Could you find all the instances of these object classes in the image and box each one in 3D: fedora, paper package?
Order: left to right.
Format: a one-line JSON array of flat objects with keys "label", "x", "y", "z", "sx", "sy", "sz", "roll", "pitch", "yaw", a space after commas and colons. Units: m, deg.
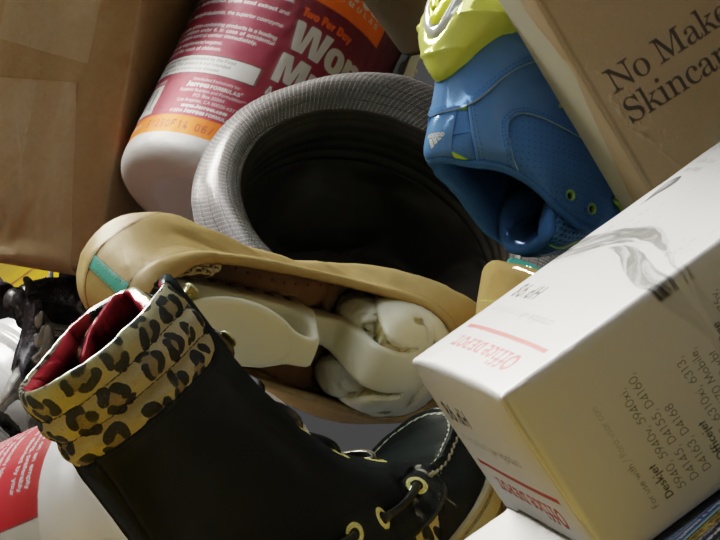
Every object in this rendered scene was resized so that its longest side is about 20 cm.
[{"label": "paper package", "x": -0.129, "y": -0.105, "z": 1.449, "sx": 0.103, "sy": 0.201, "sz": 0.190, "roll": 13, "pitch": 8, "yaw": 22}, {"label": "fedora", "x": 0.000, "y": 0.000, "z": 1.240, "sx": 0.200, "sy": 0.176, "sz": 0.091, "roll": -45, "pitch": -14, "yaw": -51}]

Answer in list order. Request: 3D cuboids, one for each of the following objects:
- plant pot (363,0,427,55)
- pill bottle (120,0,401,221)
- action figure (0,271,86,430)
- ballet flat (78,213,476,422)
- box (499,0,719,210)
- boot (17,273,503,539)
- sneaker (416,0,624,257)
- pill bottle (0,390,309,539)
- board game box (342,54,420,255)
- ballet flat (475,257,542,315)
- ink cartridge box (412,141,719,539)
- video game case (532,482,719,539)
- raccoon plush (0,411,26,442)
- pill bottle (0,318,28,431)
[{"label": "plant pot", "x": 0.126, "y": -0.113, "z": 1.227, "sx": 0.199, "sy": 0.174, "sz": 0.200, "roll": -32, "pitch": 9, "yaw": 6}, {"label": "pill bottle", "x": -0.038, "y": -0.112, "z": 1.382, "sx": 0.109, "sy": 0.109, "sz": 0.201, "roll": -18, "pitch": 44, "yaw": 58}, {"label": "action figure", "x": -0.140, "y": 0.050, "z": 1.416, "sx": 0.118, "sy": 0.103, "sz": 0.200, "roll": 4, "pitch": 6, "yaw": -34}, {"label": "ballet flat", "x": -0.020, "y": 0.030, "z": 1.070, "sx": 0.063, "sy": 0.199, "sz": 0.069, "roll": 40, "pitch": 113, "yaw": 59}, {"label": "box", "x": 0.122, "y": -0.081, "z": 0.999, "sx": 0.095, "sy": 0.201, "sz": 0.078, "roll": -34, "pitch": 10, "yaw": -3}, {"label": "boot", "x": -0.029, "y": 0.060, "z": 0.944, "sx": 0.073, "sy": 0.154, "sz": 0.204, "roll": -27, "pitch": 12, "yaw": 32}, {"label": "sneaker", "x": 0.099, "y": -0.041, "z": 1.084, "sx": 0.076, "sy": 0.199, "sz": 0.106, "roll": -16, "pitch": 55, "yaw": 58}, {"label": "pill bottle", "x": -0.107, "y": 0.113, "z": 1.064, "sx": 0.199, "sy": 0.113, "sz": 0.112, "roll": -25, "pitch": 12, "yaw": 42}, {"label": "board game box", "x": -0.019, "y": -0.036, "z": 1.447, "sx": 0.200, "sy": 0.026, "sz": 0.201, "roll": -43, "pitch": 22, "yaw": 52}, {"label": "ballet flat", "x": 0.077, "y": 0.032, "z": 1.013, "sx": 0.063, "sy": 0.069, "sz": 0.200, "roll": -51, "pitch": 12, "yaw": -11}, {"label": "ink cartridge box", "x": 0.093, "y": 0.028, "z": 0.856, "sx": 0.199, "sy": 0.067, "sz": 0.116, "roll": -35, "pitch": 10, "yaw": -9}, {"label": "video game case", "x": 0.143, "y": 0.055, "z": 0.814, "sx": 0.143, "sy": 0.018, "sz": 0.200, "roll": -38, "pitch": 10, "yaw": -24}, {"label": "raccoon plush", "x": -0.207, "y": 0.150, "z": 1.309, "sx": 0.134, "sy": 0.097, "sz": 0.200, "roll": -47, "pitch": 14, "yaw": 6}, {"label": "pill bottle", "x": -0.239, "y": 0.110, "z": 1.492, "sx": 0.200, "sy": 0.120, "sz": 0.119, "roll": -38, "pitch": 11, "yaw": -25}]
